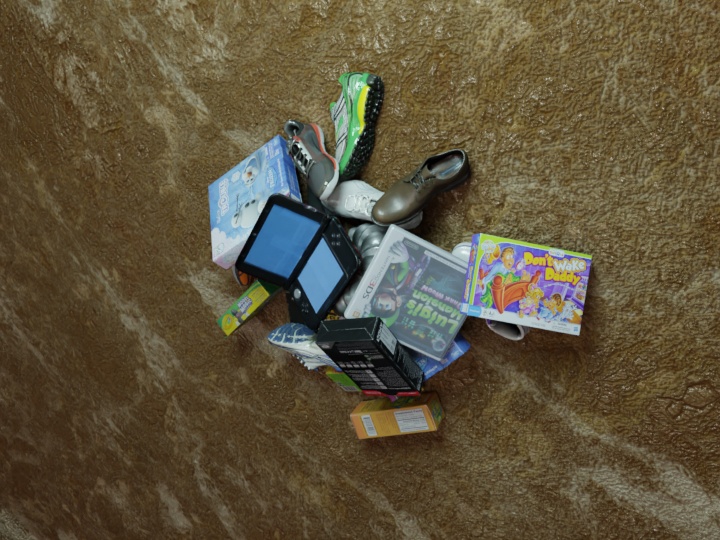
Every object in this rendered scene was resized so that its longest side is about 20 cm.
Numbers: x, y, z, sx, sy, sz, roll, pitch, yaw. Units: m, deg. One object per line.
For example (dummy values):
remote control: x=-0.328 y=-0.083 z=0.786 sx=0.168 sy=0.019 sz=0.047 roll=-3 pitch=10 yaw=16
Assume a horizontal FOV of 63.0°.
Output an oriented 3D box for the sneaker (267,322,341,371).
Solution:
sneaker: x=-0.112 y=0.174 z=1.255 sx=0.197 sy=0.077 sz=0.086 roll=9 pitch=118 yaw=24

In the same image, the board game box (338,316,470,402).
board game box: x=0.075 y=0.123 z=1.137 sx=0.200 sy=0.043 sz=0.200 roll=-42 pitch=82 yaw=32

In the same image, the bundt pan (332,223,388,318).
bundt pan: x=0.000 y=0.000 z=1.106 sx=0.075 sy=0.204 sz=0.201 roll=25 pitch=131 yaw=-33

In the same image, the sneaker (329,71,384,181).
sneaker: x=-0.018 y=-0.265 z=1.090 sx=0.084 sy=0.078 sz=0.203 roll=23 pitch=111 yaw=24

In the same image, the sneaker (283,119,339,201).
sneaker: x=-0.102 y=-0.206 z=1.084 sx=0.077 sy=0.081 sz=0.201 roll=-52 pitch=42 yaw=29

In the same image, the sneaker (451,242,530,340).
sneaker: x=0.233 y=0.038 z=1.056 sx=0.200 sy=0.114 sz=0.073 roll=44 pitch=125 yaw=5

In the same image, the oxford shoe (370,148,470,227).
oxford shoe: x=0.098 y=-0.149 z=1.011 sx=0.199 sy=0.084 sz=0.073 roll=-36 pitch=72 yaw=0

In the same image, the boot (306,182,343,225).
boot: x=-0.145 y=-0.098 z=1.182 sx=0.197 sy=0.066 sz=0.167 roll=-18 pitch=103 yaw=11

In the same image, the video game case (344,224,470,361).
video game case: x=0.098 y=0.043 z=1.021 sx=0.198 sy=0.023 sz=0.184 roll=25 pitch=106 yaw=-12

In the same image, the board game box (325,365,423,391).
board game box: x=0.032 y=0.231 z=1.262 sx=0.197 sy=0.030 sz=0.096 roll=-4 pitch=145 yaw=30

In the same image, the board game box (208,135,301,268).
board game box: x=-0.211 y=-0.135 z=1.153 sx=0.198 sy=0.043 sz=0.202 roll=-31 pitch=51 yaw=21

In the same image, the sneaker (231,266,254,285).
sneaker: x=-0.211 y=-0.039 z=1.272 sx=0.111 sy=0.078 sz=0.202 roll=22 pitch=124 yaw=12

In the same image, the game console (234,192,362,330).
game console: x=-0.116 y=-0.009 z=1.058 sx=0.201 sy=0.117 sz=0.174 roll=-54 pitch=55 yaw=36

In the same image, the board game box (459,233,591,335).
board game box: x=0.277 y=0.024 z=0.987 sx=0.197 sy=0.045 sz=0.137 roll=10 pitch=88 yaw=-6

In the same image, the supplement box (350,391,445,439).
supplement box: x=0.079 y=0.315 z=1.278 sx=0.198 sy=0.066 sz=0.070 roll=-14 pitch=101 yaw=30

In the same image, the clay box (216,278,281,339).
clay box: x=-0.239 y=0.070 z=1.309 sx=0.048 sy=0.115 sz=0.200 roll=50 pitch=123 yaw=0

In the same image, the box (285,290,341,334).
box: x=-0.059 y=0.116 z=1.277 sx=0.197 sy=0.049 sz=0.162 roll=3 pitch=114 yaw=26

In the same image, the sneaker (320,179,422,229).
sneaker: x=0.018 y=-0.125 z=1.092 sx=0.197 sy=0.087 sz=0.076 roll=11 pitch=98 yaw=8

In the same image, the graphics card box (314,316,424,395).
graphics card box: x=0.020 y=0.159 z=1.061 sx=0.124 sy=0.051 sz=0.200 roll=-7 pitch=140 yaw=32
